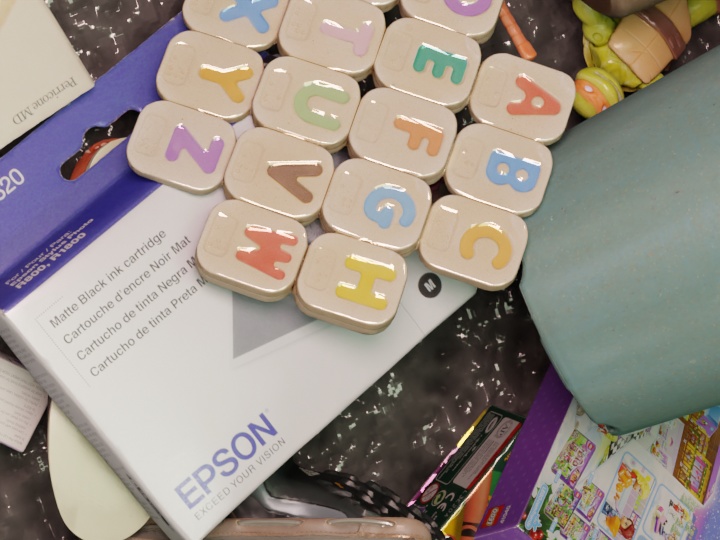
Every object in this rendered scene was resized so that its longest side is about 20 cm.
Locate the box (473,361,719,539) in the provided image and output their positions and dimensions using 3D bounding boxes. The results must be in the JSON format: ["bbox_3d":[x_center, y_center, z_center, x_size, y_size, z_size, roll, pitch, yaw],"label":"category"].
[{"bbox_3d":[0.151,0.101,1.387,0.137,0.039,0.200,42,54,-21],"label":"box"}]

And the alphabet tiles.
[{"bbox_3d":[-0.003,-0.072,1.238,0.195,0.015,0.201,19,68,2],"label":"alphabet tiles"}]

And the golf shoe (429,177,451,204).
[{"bbox_3d":[0.000,0.000,1.346,0.199,0.073,0.092,-25,110,-7],"label":"golf shoe"}]

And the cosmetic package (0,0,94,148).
[{"bbox_3d":[-0.226,-0.147,1.233,0.103,0.073,0.200,-36,108,-13],"label":"cosmetic package"}]

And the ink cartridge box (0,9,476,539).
[{"bbox_3d":[-0.075,-0.005,1.248,0.200,0.041,0.200,-42,98,-18],"label":"ink cartridge box"}]

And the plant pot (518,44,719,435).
[{"bbox_3d":[0.184,-0.022,1.276,0.196,0.200,0.201,-24,109,17],"label":"plant pot"}]

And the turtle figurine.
[{"bbox_3d":[0.164,-0.128,1.392,0.200,0.064,0.161,44,74,-12],"label":"turtle figurine"}]

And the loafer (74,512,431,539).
[{"bbox_3d":[-0.055,0.146,1.275,0.072,0.199,0.063,58,44,-48],"label":"loafer"}]

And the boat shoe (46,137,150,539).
[{"bbox_3d":[-0.124,0.034,1.283,0.071,0.063,0.201,4,84,-21],"label":"boat shoe"}]

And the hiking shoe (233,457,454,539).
[{"bbox_3d":[-0.025,0.146,1.335,0.200,0.074,0.087,31,101,11],"label":"hiking shoe"}]

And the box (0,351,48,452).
[{"bbox_3d":[-0.246,0.029,1.268,0.200,0.039,0.042,27,89,-22],"label":"box"}]

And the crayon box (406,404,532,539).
[{"bbox_3d":[0.076,0.205,1.408,0.173,0.058,0.200,43,80,-20],"label":"crayon box"}]

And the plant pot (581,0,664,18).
[{"bbox_3d":[0.159,-0.222,1.286,0.174,0.200,0.200,-37,109,-4],"label":"plant pot"}]
